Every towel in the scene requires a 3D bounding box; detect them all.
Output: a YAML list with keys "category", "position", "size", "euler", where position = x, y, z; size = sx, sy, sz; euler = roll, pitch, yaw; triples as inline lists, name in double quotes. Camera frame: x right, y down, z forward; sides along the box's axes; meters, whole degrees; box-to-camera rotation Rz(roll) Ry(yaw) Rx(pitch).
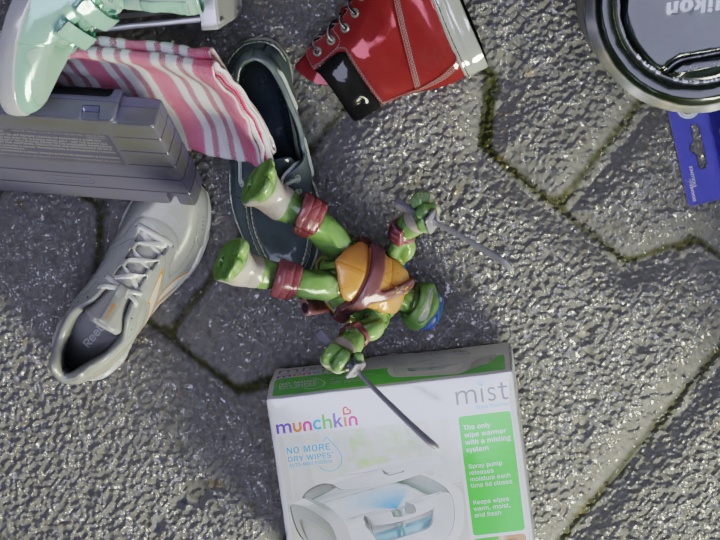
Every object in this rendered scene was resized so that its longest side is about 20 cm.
- category: "towel"
  position: [-0.174, -0.132, 1.666]
  size: [0.199, 0.146, 0.030]
  euler: [8, 66, 22]

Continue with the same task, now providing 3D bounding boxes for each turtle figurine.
- category: "turtle figurine"
  position: [0.000, 0.000, 1.664]
  size: [0.193, 0.200, 0.144]
  euler: [24, 112, -20]

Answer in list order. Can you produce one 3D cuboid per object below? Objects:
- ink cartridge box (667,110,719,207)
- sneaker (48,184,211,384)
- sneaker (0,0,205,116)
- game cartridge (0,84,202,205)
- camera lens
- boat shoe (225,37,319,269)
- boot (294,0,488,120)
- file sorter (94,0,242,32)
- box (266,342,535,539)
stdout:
- category: "ink cartridge box"
  position: [0.349, -0.115, 1.726]
  size: [0.199, 0.037, 0.095]
  euler: [-13, 100, 7]
- category: "sneaker"
  position: [-0.184, 0.012, 1.744]
  size: [0.076, 0.092, 0.201]
  euler: [30, 100, -3]
- category: "sneaker"
  position: [-0.180, -0.186, 1.566]
  size: [0.118, 0.074, 0.201]
  euler: [27, 97, 12]
- category: "game cartridge"
  position: [-0.233, -0.101, 1.693]
  size: [0.199, 0.130, 0.039]
  euler: [5, 60, 15]
- category: "camera lens"
  position: [0.242, -0.206, 1.627]
  size: [0.159, 0.200, 0.161]
  euler: [0, 101, 2]
- category: "boat shoe"
  position: [-0.073, -0.084, 1.735]
  size: [0.072, 0.062, 0.201]
  euler: [-6, 101, 2]
- category: "boot"
  position: [-0.001, -0.224, 1.702]
  size: [0.144, 0.072, 0.201]
  euler: [-21, 103, 8]
- category: "file sorter"
  position: [-0.170, -0.284, 1.663]
  size: [0.124, 0.139, 0.201]
  euler: [-6, 101, 6]
- category: "box"
  position: [0.036, 0.161, 1.763]
  size: [0.199, 0.097, 0.177]
  euler: [-6, 103, 4]
